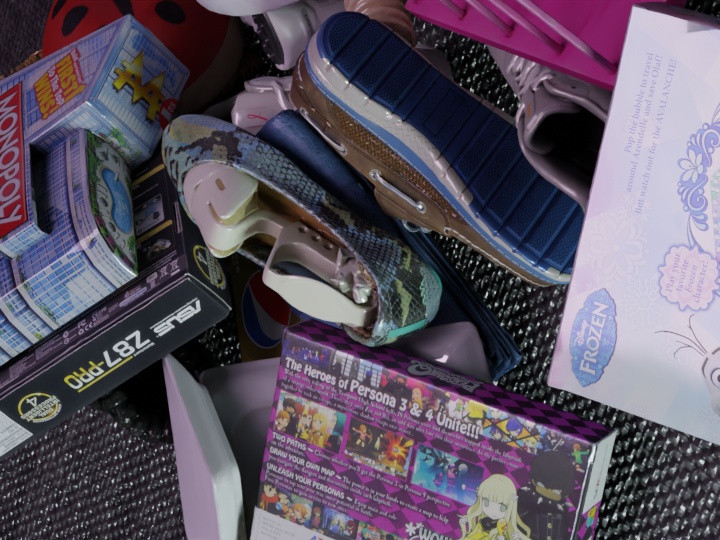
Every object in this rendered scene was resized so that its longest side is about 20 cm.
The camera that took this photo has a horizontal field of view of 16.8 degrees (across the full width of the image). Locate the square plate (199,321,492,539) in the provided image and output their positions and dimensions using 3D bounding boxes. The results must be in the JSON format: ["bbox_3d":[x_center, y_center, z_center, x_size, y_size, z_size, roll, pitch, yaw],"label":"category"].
[{"bbox_3d":[0.003,0.142,1.423,0.199,0.028,0.199,-12,97,32],"label":"square plate"}]

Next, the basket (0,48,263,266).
[{"bbox_3d":[-0.180,-0.091,1.634,0.200,0.142,0.150,21,108,49],"label":"basket"}]

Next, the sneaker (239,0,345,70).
[{"bbox_3d":[-0.046,-0.192,1.531,0.200,0.081,0.075,56,170,55],"label":"sneaker"}]

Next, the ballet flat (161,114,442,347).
[{"bbox_3d":[-0.047,-0.022,1.376,0.199,0.074,0.075,30,116,20],"label":"ballet flat"}]

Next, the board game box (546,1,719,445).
[{"bbox_3d":[0.205,-0.010,1.183,0.198,0.043,0.201,19,106,25],"label":"board game box"}]

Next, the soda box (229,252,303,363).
[{"bbox_3d":[-0.030,0.056,1.513,0.068,0.064,0.201,-17,78,48],"label":"soda box"}]

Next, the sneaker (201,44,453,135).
[{"bbox_3d":[-0.025,-0.089,1.475,0.200,0.099,0.078,-16,79,50],"label":"sneaker"}]

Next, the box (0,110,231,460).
[{"bbox_3d":[-0.176,0.009,1.477,0.200,0.049,0.162,-33,42,18],"label":"box"}]

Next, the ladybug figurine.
[{"bbox_3d":[-0.146,-0.155,1.582,0.200,0.135,0.072,-126,14,-59],"label":"ladybug figurine"}]

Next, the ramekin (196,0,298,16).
[{"bbox_3d":[-0.053,-0.258,1.435,0.200,0.098,0.201,-25,42,25],"label":"ramekin"}]

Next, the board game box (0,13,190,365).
[{"bbox_3d":[-0.193,-0.053,1.460,0.199,0.062,0.200,-34,38,19],"label":"board game box"}]

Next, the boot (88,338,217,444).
[{"bbox_3d":[-0.186,0.048,1.567,0.158,0.210,0.080,-91,17,-88],"label":"boot"}]

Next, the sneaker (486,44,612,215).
[{"bbox_3d":[0.112,-0.096,1.311,0.200,0.092,0.076,52,127,37],"label":"sneaker"}]

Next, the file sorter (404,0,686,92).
[{"bbox_3d":[0.079,-0.202,1.274,0.200,0.125,0.139,29,87,54],"label":"file sorter"}]

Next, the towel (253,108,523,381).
[{"bbox_3d":[0.000,0.000,1.433,0.200,0.049,0.112,52,133,0],"label":"towel"}]

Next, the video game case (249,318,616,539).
[{"bbox_3d":[0.033,0.142,1.367,0.199,0.036,0.182,19,111,25],"label":"video game case"}]

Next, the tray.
[{"bbox_3d":[-0.088,0.145,1.472,0.200,0.022,0.108,88,161,-49],"label":"tray"}]

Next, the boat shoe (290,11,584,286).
[{"bbox_3d":[0.045,-0.060,1.370,0.200,0.072,0.072,44,143,0],"label":"boat shoe"}]

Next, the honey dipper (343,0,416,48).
[{"bbox_3d":[0.001,-0.195,1.448,0.038,0.038,0.201,-57,28,35],"label":"honey dipper"}]
